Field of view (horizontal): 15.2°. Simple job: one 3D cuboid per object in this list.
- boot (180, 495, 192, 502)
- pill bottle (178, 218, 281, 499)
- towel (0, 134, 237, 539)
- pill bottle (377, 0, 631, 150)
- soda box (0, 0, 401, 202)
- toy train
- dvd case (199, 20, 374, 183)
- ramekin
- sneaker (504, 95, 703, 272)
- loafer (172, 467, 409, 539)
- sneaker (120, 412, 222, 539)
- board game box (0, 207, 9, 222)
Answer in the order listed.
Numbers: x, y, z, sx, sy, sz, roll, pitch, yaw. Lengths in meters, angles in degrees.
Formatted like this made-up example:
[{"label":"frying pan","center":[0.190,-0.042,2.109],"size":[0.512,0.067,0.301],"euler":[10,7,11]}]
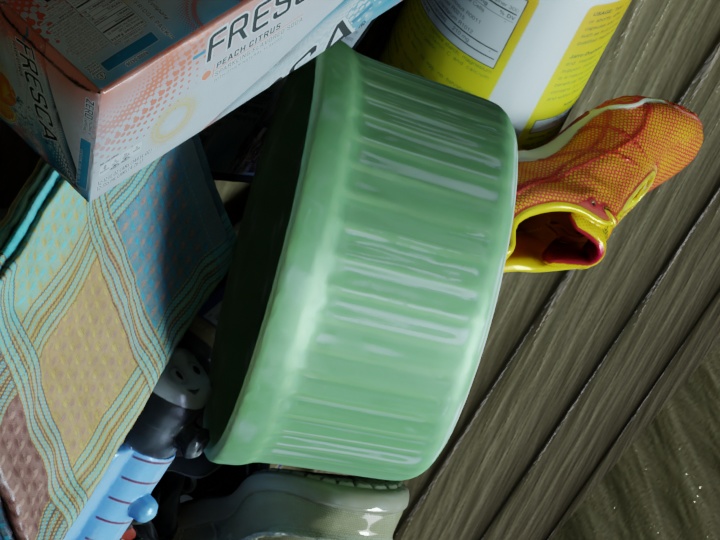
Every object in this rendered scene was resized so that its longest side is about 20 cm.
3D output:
[{"label":"boot","center":[-0.162,0.178,1.492],"size":[0.200,0.073,0.151],"euler":[-44,162,-3]},{"label":"pill bottle","center":[-0.036,0.023,1.408],"size":[0.200,0.112,0.112],"euler":[-40,163,-35]},{"label":"towel","center":[-0.108,0.009,1.103],"size":[0.147,0.022,0.200],"euler":[76,31,-43]},{"label":"pill bottle","center":[0.083,-0.144,1.370],"size":[0.104,0.104,0.200],"euler":[-36,161,-45]},{"label":"soda box","center":[-0.050,-0.111,1.042],"size":[0.200,0.064,0.068],"euler":[-35,157,-30]},{"label":"toy train","center":[-0.144,0.089,1.233],"size":[0.200,0.114,0.087],"euler":[-55,166,18]},{"label":"dvd case","center":[-0.021,-0.126,1.269],"size":[0.200,0.018,0.143],"euler":[-54,166,10]},{"label":"ramekin","center":[0.000,0.000,1.224],"size":[0.200,0.098,0.200],"euler":[-166,-90,-82]},{"label":"sneaker","center":[0.111,-0.034,1.381],"size":[0.200,0.077,0.073],"euler":[-24,150,-39]},{"label":"loafer","center":[-0.036,0.138,1.300],"size":[0.200,0.076,0.068],"euler":[153,-59,-63]},{"label":"sneaker","center":[-0.134,0.114,1.337],"size":[0.077,0.082,0.200],"euler":[-40,179,-41]},{"label":"board game box","center":[-0.200,0.073,1.126],"size":[0.200,0.064,0.148],"euler":[-55,164,18]}]
